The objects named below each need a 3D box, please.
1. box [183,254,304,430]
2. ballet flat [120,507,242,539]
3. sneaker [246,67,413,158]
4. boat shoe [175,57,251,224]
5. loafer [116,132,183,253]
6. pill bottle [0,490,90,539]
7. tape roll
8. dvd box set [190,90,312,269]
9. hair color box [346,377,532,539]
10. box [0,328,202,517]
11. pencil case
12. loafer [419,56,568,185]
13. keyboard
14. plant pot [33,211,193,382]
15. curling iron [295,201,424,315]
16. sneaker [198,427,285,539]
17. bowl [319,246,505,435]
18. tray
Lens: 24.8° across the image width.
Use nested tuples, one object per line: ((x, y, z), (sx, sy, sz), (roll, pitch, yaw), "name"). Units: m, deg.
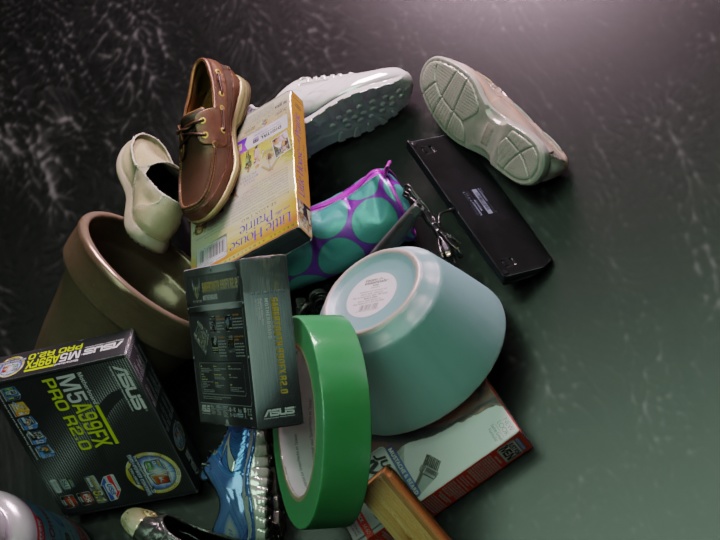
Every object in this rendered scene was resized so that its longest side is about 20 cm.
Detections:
((-0.116, 0.070, 1.589), (0.048, 0.200, 0.160), (-5, 88, -22), "box")
((-0.148, 0.273, 1.653), (0.198, 0.066, 0.057), (17, 106, 11), "ballet flat")
((-0.038, -0.189, 1.833), (0.198, 0.077, 0.081), (-22, 55, 9), "sneaker")
((-0.171, -0.142, 1.767), (0.072, 0.067, 0.202), (-18, 50, 32), "boat shoe")
((-0.223, -0.096, 1.826), (0.068, 0.075, 0.201), (-45, 33, 20), "loafer")
((-0.363, 0.289, 1.689), (0.108, 0.200, 0.110), (-7, 68, 17), "pill bottle")
((-0.039, 0.143, 1.551), (0.048, 0.201, 0.202), (0, 65, -17), "tape roll")
((-0.119, -0.084, 1.752), (0.146, 0.029, 0.201), (-28, 45, 24), "dvd box set")
((0.059, 0.185, 1.656), (0.199, 0.064, 0.111), (-35, 62, 2), "hair color box")
((-0.274, 0.162, 1.711), (0.159, 0.201, 0.044), (-11, 36, 15), "box")
((-0.041, -0.040, 1.763), (0.198, 0.085, 0.093), (-21, 108, 10), "pencil case")
((0.143, -0.159, 1.769), (0.200, 0.063, 0.072), (47, 123, 31), "loafer")
((0.106, -0.063, 1.724), (0.126, 0.021, 0.201), (-12, 55, -34), "keyboard")
((-0.265, 0.063, 1.765), (0.175, 0.200, 0.200), (-51, 61, 16), "plant pot")
((0.000, 0.000, 1.722), (0.200, 0.049, 0.026), (-44, 42, 27), "curling iron")
((-0.130, 0.190, 1.713), (0.088, 0.079, 0.202), (-6, 68, 15), "sneaker")
((0.036, 0.054, 1.646), (0.199, 0.105, 0.202), (-23, 38, 19), "bowl")
((0.077, 0.274, 1.555), (0.037, 0.099, 0.200), (-41, 86, 1), "tray")
